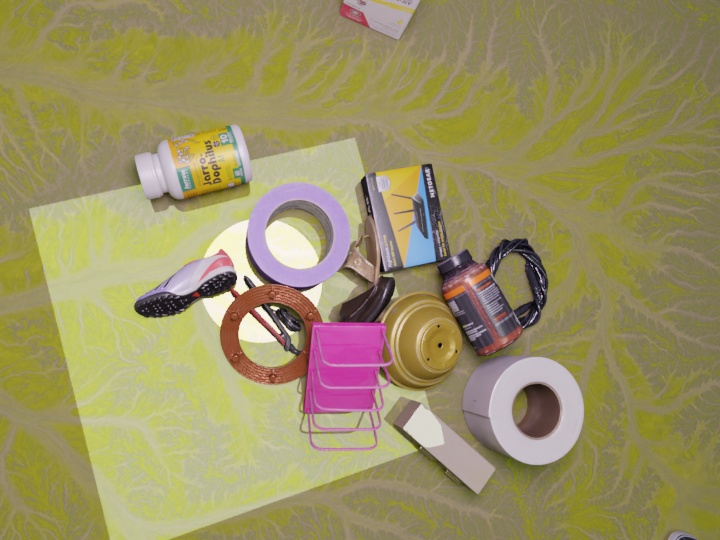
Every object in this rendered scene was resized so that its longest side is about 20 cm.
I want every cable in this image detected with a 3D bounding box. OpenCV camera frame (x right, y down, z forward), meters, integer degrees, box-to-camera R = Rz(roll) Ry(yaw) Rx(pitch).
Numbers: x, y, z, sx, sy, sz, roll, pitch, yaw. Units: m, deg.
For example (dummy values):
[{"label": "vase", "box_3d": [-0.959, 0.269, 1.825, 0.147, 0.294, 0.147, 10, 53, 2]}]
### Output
[{"label": "cable", "box_3d": [0.331, 0.028, 1.295, 0.162, 0.051, 0.202, 27, 78, -8]}]

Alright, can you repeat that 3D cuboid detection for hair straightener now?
[{"label": "hair straightener", "box_3d": [-0.161, 0.084, 1.184, 0.077, 0.041, 0.200, -44, 94, -13]}]

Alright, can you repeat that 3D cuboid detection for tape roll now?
[{"label": "tape roll", "box_3d": [-0.123, -0.064, 1.188, 0.198, 0.085, 0.202, 1, 83, -12]}, {"label": "tape roll", "box_3d": [0.322, 0.273, 1.219, 0.200, 0.139, 0.205, 1, 83, -12]}]

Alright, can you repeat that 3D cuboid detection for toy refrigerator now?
[{"label": "toy refrigerator", "box_3d": [0.163, 0.351, 1.208, 0.200, 0.076, 0.070, 41, 77, -6]}]

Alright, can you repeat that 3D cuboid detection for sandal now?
[{"label": "sandal", "box_3d": [0.001, 0.000, 1.212, 0.069, 0.078, 0.214, -7, 91, -14]}]

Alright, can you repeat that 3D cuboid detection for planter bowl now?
[{"label": "planter bowl", "box_3d": [0.139, 0.143, 1.199, 0.198, 0.083, 0.203, 0, 90, -25]}]

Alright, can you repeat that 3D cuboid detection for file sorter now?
[{"label": "file sorter", "box_3d": [-0.023, 0.214, 1.111, 0.137, 0.126, 0.202, 2, 118, -12]}]

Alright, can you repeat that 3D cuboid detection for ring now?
[{"label": "ring", "box_3d": [-0.167, 0.125, 1.154, 0.198, 0.019, 0.203, -1, 103, -6]}]

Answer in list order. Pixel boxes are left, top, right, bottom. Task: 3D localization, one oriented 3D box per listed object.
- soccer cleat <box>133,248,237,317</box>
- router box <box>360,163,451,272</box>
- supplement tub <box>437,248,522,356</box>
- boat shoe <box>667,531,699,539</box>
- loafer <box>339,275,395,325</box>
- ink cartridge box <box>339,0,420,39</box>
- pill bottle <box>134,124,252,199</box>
[{"label": "soccer cleat", "box_3d": [-0.332, 0.025, 1.149, 0.198, 0.068, 0.074, -24, 56, -4]}, {"label": "router box", "box_3d": [0.093, -0.107, 1.255, 0.148, 0.051, 0.202, -12, 88, -13]}, {"label": "supplement tub", "box_3d": [0.230, 0.060, 1.205, 0.106, 0.107, 0.201, -28, 87, -14]}, {"label": "boat shoe", "box_3d": [0.752, 0.638, 1.309, 0.200, 0.068, 0.072, 41, 77, -5]}, {"label": "loafer", "box_3d": [-0.007, 0.083, 1.169, 0.071, 0.073, 0.201, 39, 109, 8]}, {"label": "ink cartridge box", "box_3d": [0.050, -0.572, 1.224, 0.144, 0.200, 0.084, 21, 80, -9]}, {"label": "pill bottle", "box_3d": [-0.313, -0.199, 1.146, 0.198, 0.113, 0.114, -16, 87, -14]}]
